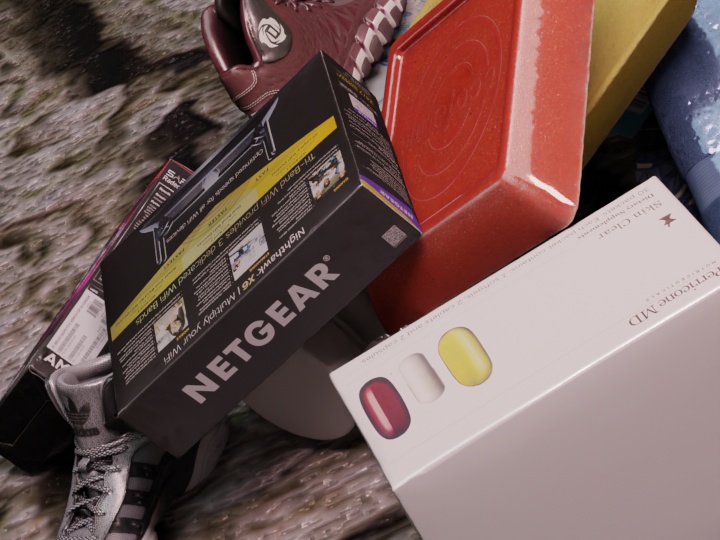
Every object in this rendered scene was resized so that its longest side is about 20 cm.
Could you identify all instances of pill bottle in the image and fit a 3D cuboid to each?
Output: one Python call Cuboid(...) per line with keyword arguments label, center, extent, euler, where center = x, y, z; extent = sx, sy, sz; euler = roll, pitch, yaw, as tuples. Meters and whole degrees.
Cuboid(label="pill bottle", center=(0.000, 0.000, 1.293), extent=(0.114, 0.115, 0.201), euler=(0, 44, 38))

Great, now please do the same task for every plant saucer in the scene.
Cuboid(label="plant saucer", center=(0.060, -0.087, 1.171), extent=(0.199, 0.036, 0.202), euler=(-35, 43, 55))
Cuboid(label="plant saucer", center=(0.114, -0.141, 1.234), extent=(0.201, 0.048, 0.200), euler=(-55, 35, 23))

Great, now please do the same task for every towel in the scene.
Cuboid(label="towel", center=(0.235, -0.070, 1.182), extent=(0.111, 0.049, 0.201), euler=(-23, 67, 8))

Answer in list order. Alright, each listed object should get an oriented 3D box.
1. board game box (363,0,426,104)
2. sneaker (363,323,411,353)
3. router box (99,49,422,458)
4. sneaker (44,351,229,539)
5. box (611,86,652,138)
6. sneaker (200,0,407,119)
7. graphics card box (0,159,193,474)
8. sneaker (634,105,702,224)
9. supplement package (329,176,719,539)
Cuboid(label="board game box", center=(0.020, -0.170, 1.473), extent=(0.199, 0.044, 0.200), euler=(-38, 35, -10))
Cuboid(label="sneaker", center=(0.100, 0.050, 1.202), extent=(0.199, 0.074, 0.080), euler=(-22, 76, -4))
Cuboid(label="router box", center=(-0.063, -0.012, 1.205), extent=(0.200, 0.052, 0.158), euler=(-42, 31, 17))
Cuboid(label="sneaker", center=(-0.160, 0.123, 1.259), extent=(0.075, 0.114, 0.201), euler=(-2, 43, 37))
Cuboid(label="box", center=(0.126, -0.174, 1.319), extent=(0.083, 0.049, 0.200), euler=(-57, 44, 21))
Cuboid(label="sneaker", center=(-0.040, -0.173, 1.370), extent=(0.075, 0.115, 0.201), euler=(-25, 32, 38))
Cuboid(label="graphics card box", center=(-0.175, 0.030, 1.400), extent=(0.125, 0.051, 0.201), euler=(-44, 14, 53))
Cuboid(label="sneaker", center=(0.225, -0.108, 1.289), extent=(0.077, 0.085, 0.202), euler=(-28, 49, 50))
Cuboid(label="supplement package", center=(0.114, 0.082, 1.058), extent=(0.199, 0.156, 0.111), euler=(-31, 34, -1))
